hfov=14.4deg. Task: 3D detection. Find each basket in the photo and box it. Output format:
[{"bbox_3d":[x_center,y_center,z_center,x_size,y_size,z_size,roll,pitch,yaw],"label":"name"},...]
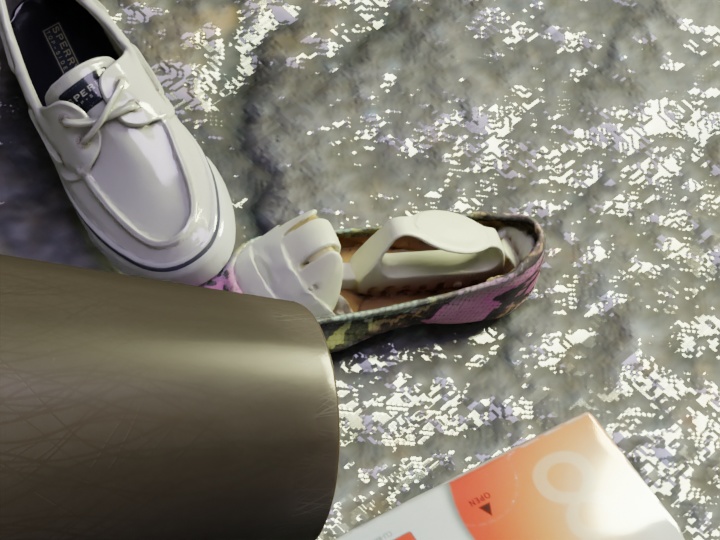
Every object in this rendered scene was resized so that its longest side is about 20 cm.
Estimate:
[{"bbox_3d":[-0.120,0.070,1.262,0.199,0.136,0.182,-1,78,-22],"label":"basket"}]

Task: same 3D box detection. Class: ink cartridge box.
[{"bbox_3d":[0.095,0.177,1.294,0.162,0.050,0.200,-24,61,-29],"label":"ink cartridge box"}]

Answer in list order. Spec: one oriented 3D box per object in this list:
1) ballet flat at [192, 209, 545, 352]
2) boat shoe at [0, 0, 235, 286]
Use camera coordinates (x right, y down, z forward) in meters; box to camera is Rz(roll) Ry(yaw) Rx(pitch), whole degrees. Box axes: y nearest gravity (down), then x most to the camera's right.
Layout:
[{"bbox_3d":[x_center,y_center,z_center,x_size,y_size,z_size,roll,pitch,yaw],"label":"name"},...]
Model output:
[{"bbox_3d":[0.000,0.000,1.384,0.199,0.071,0.069,-10,58,-21],"label":"ballet flat"},{"bbox_3d":[-0.126,-0.078,1.393,0.072,0.066,0.201,-28,59,2],"label":"boat shoe"}]
